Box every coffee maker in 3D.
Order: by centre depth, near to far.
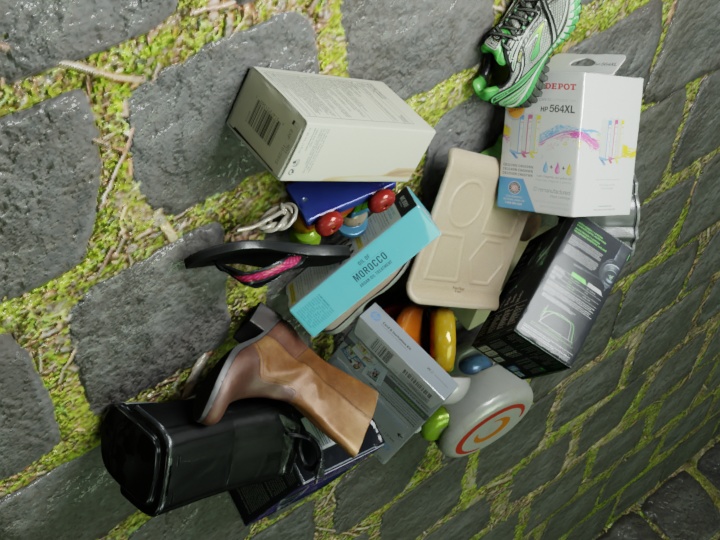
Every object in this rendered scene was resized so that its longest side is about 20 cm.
[{"bbox_3d":[-0.179,0.205,1.240,0.199,0.191,0.136,-8,93,-47],"label":"coffee maker"}]

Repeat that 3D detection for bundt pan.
[{"bbox_3d":[0.334,-0.101,1.510,0.075,0.203,0.203,-6,140,-7],"label":"bundt pan"}]

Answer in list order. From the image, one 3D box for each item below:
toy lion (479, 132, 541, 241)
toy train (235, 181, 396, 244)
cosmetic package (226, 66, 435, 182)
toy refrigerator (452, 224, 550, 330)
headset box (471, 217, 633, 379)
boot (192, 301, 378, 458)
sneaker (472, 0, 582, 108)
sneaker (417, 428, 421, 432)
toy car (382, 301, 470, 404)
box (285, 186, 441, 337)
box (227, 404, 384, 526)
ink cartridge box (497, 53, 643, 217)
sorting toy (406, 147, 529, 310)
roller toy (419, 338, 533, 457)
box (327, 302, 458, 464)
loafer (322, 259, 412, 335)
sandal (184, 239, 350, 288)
[{"bbox_3d":[0.207,-0.131,1.438,0.199,0.069,0.193,-13,130,-42],"label":"toy lion"},{"bbox_3d":[-0.062,-0.059,1.185,0.199,0.085,0.116,-25,161,-23],"label":"toy train"},{"bbox_3d":[-0.027,-0.148,1.082,0.199,0.105,0.071,-3,132,-47],"label":"cosmetic package"},{"bbox_3d":[0.227,0.007,1.615,0.199,0.070,0.076,-26,152,-28],"label":"toy refrigerator"},{"bbox_3d":[0.258,0.033,1.408,0.201,0.092,0.174,-59,-175,-17],"label":"headset box"},{"bbox_3d":[-0.086,0.160,1.239,0.068,0.200,0.189,-43,-168,37],"label":"boot"},{"bbox_3d":[0.194,-0.278,1.221,0.085,0.078,0.201,-8,130,-34],"label":"sneaker"},{"bbox_3d":[0.026,0.216,1.541,0.079,0.074,0.200,-17,179,-22],"label":"sneaker"},{"bbox_3d":[0.082,0.100,1.475,0.149,0.177,0.200,0,175,5],"label":"toy car"},{"bbox_3d":[0.001,-0.012,1.262,0.200,0.082,0.049,-39,111,8],"label":"box"},{"bbox_3d":[-0.087,0.251,1.424,0.147,0.105,0.200,-19,163,-37],"label":"box"},{"bbox_3d":[0.266,-0.175,1.323,0.125,0.128,0.202,-5,102,-41],"label":"ink cartridge box"},{"bbox_3d":[0.145,-0.051,1.364,0.184,0.036,0.202,6,103,-44],"label":"sorting toy"},{"bbox_3d":[0.181,0.206,1.726,0.182,0.140,0.200,-38,153,10],"label":"roller toy"},{"bbox_3d":[0.026,0.158,1.412,0.041,0.156,0.200,-38,168,-42],"label":"box"},{"bbox_3d":[0.000,0.000,1.331,0.200,0.072,0.063,-50,142,13],"label":"loafer"},{"bbox_3d":[-0.098,-0.005,1.164,0.199,0.045,0.075,0,169,-31],"label":"sandal"}]
